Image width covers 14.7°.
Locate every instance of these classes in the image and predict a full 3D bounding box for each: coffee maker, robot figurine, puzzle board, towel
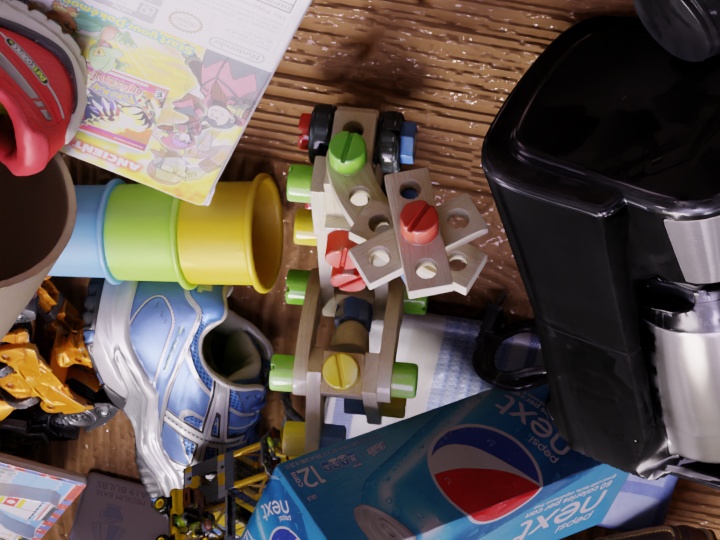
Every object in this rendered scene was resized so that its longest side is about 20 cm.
[{"bbox_3d":[0.122,-0.006,1.312,0.191,0.135,0.201,-3,136,17],"label":"coffee maker"},{"bbox_3d":[-0.226,0.047,1.495,0.199,0.059,0.145,-9,142,22],"label":"robot figurine"},{"bbox_3d":[-0.246,0.127,1.569,0.150,0.018,0.200,16,157,-13],"label":"puzzle board"},{"bbox_3d":[0.077,0.079,1.497,0.198,0.024,0.147,9,136,0],"label":"towel"}]

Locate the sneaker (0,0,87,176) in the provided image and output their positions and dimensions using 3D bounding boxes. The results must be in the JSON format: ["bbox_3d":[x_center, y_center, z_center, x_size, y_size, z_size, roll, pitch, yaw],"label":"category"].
[{"bbox_3d":[-0.221,-0.099,1.258,0.199,0.085,0.077,17,137,-4],"label":"sneaker"}]

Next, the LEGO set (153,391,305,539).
[{"bbox_3d":[-0.004,0.158,1.462,0.115,0.155,0.200,-21,137,28],"label":"LEGO set"}]

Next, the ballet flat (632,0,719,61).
[{"bbox_3d":[0.124,-0.178,1.200,0.066,0.057,0.201,14,141,41],"label":"ballet flat"}]

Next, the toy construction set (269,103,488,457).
[{"bbox_3d":[0.000,0.000,1.340,0.091,0.132,0.200,12,151,-7],"label":"toy construction set"}]

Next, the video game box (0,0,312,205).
[{"bbox_3d":[-0.129,-0.132,1.296,0.199,0.047,0.183,22,135,-10],"label":"video game box"}]

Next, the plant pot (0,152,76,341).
[{"bbox_3d":[-0.259,0.017,1.353,0.186,0.188,0.201,21,125,-11],"label":"plant pot"}]

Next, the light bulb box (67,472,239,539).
[{"bbox_3d":[-0.092,0.249,1.586,0.197,0.201,0.125,14,138,-3],"label":"light bulb box"}]

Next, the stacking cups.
[{"bbox_3d":[-0.142,-0.017,1.411,0.198,0.061,0.061,-1,137,13],"label":"stacking cups"}]

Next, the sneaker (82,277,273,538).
[{"bbox_3d":[-0.080,0.074,1.486,0.076,0.076,0.201,-6,138,18],"label":"sneaker"}]

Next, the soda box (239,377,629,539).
[{"bbox_3d":[0.042,0.112,1.394,0.199,0.064,0.068,-18,148,-35],"label":"soda box"}]

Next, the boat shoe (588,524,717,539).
[{"bbox_3d":[0.125,0.185,1.543,0.067,0.072,0.200,22,150,-19],"label":"boat shoe"}]
